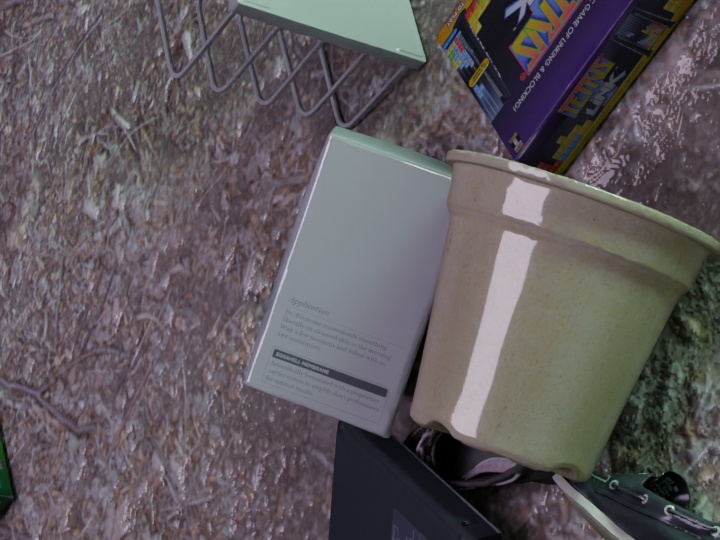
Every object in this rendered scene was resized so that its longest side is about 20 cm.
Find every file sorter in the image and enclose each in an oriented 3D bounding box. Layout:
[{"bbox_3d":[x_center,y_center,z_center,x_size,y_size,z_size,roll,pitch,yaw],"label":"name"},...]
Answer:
[{"bbox_3d":[-0.068,-0.224,1.567,0.124,0.199,0.140,-43,48,38],"label":"file sorter"}]

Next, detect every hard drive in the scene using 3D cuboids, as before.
[{"bbox_3d":[0.037,0.216,1.393,0.200,0.033,0.141,38,131,50],"label":"hard drive"}]

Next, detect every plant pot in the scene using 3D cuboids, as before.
[{"bbox_3d":[0.123,0.038,1.224,0.200,0.199,0.185,19,89,52],"label":"plant pot"}]

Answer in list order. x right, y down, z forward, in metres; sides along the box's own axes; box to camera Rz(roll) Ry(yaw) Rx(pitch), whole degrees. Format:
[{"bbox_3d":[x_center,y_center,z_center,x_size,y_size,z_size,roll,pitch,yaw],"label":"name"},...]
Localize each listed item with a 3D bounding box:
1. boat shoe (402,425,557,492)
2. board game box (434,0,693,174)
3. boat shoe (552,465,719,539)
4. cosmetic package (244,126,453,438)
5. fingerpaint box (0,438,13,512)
[{"bbox_3d":[0.086,0.136,1.371,0.199,0.057,0.068,-8,72,51],"label":"boat shoe"},{"bbox_3d":[0.159,-0.204,1.386,0.201,0.056,0.166,-55,41,26],"label":"board game box"},{"bbox_3d":[0.202,0.168,1.207,0.066,0.075,0.199,-47,24,-4],"label":"boat shoe"},{"bbox_3d":[0.000,0.000,1.399,0.199,0.122,0.202,-85,15,-84],"label":"cosmetic package"},{"bbox_3d":[-0.484,0.227,2.060,0.167,0.073,0.201,-49,44,30],"label":"fingerpaint box"}]
